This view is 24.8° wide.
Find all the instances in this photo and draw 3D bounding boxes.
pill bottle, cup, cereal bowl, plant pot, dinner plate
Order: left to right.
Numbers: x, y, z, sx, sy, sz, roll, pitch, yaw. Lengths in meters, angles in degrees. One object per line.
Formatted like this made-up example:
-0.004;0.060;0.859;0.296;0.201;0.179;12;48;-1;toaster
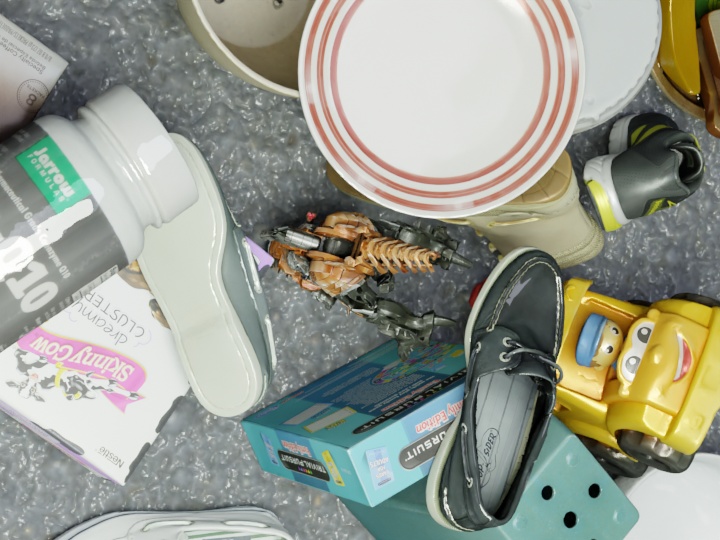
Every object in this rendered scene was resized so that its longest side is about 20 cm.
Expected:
-0.212;-0.029;1.060;0.200;0.113;0.113;-36;105;-13;pill bottle
-0.059;-0.220;1.192;0.199;0.143;0.202;-1;91;-26;cup
0.056;-0.137;1.131;0.199;0.024;0.202;0;94;-5;dinner plate
0.107;0.177;1.245;0.141;0.200;0.142;-46;109;-17;plant pot
0.261;0.250;1.383;0.199;0.083;0.201;0;90;-26;cereal bowl

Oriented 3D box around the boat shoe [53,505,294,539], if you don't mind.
-0.143;0.209;1.200;0.199;0.067;0.074;-13;96;-25;boat shoe

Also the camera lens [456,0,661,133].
0.142;-0.182;1.243;0.159;0.200;0.161;0;94;2;camera lens

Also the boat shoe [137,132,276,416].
-0.107;0.001;1.152;0.062;0.072;0.201;-17;91;-68;boat shoe

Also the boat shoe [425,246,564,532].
0.102;0.080;1.093;0.074;0.066;0.200;27;79;-22;boat shoe

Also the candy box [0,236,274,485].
-0.187;0.024;1.173;0.168;0.071;0.201;39;75;-21;candy box

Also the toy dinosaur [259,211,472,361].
0.000;0.000;1.189;0.135;0.200;0.103;23;101;-25;toy dinosaur

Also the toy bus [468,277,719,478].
0.179;0.063;1.284;0.191;0.200;0.136;27;77;-9;toy bus

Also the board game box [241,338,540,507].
0.019;0.106;1.202;0.150;0.200;0.047;-27;102;-22;board game box

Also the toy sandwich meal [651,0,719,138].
0.326;-0.213;1.414;0.204;0.070;0.207;0;91;-25;toy sandwich meal

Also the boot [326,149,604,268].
0.085;-0.055;1.291;0.155;0.199;0.073;45;52;-61;boot

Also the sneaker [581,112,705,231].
0.244;-0.083;1.328;0.200;0.084;0.075;-46;120;-60;sneaker

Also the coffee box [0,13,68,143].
-0.316;-0.150;1.106;0.200;0.080;0.115;36;77;-21;coffee box
